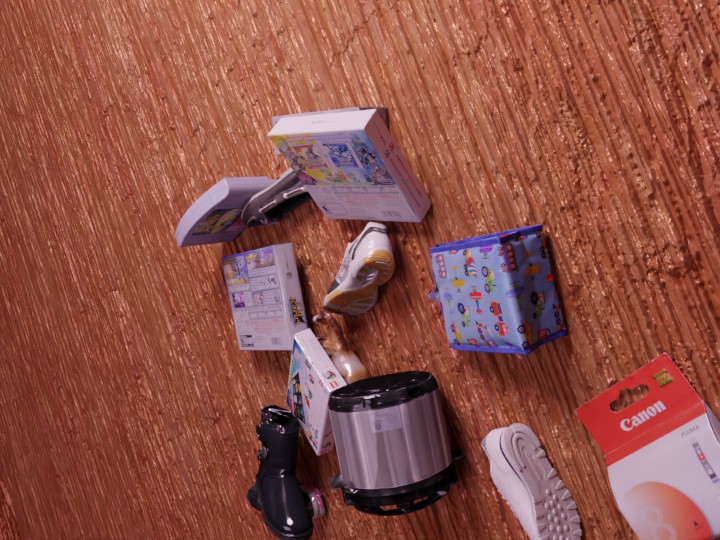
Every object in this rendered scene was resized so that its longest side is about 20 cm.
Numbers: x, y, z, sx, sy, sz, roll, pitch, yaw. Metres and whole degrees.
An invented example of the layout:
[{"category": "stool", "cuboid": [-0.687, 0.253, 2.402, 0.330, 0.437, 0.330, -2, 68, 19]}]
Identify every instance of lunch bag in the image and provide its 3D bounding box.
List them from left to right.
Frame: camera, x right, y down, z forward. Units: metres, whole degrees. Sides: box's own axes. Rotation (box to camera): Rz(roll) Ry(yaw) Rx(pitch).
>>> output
[{"category": "lunch bag", "cuboid": [0.163, 0.032, 1.021, 0.199, 0.093, 0.152, -9, 96, 53]}]

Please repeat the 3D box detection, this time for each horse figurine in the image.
[{"category": "horse figurine", "cuboid": [-0.032, 0.166, 1.239, 0.201, 0.050, 0.133, 63, 146, 12]}]

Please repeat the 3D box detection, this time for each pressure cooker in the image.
[{"category": "pressure cooker", "cuboid": [0.046, 0.265, 1.112, 0.175, 0.178, 0.202, -12, 91, 41]}]

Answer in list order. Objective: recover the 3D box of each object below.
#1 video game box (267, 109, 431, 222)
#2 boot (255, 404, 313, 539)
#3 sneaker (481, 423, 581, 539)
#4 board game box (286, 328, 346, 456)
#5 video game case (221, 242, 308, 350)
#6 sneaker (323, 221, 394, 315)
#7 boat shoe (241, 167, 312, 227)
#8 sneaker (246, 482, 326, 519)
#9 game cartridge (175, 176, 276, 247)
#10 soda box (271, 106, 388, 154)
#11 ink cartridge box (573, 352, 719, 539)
[{"category": "video game box", "cuboid": [-0.017, -0.150, 1.101, 0.199, 0.047, 0.183, 6, 146, 42]}, {"category": "boot", "cuboid": [-0.135, 0.348, 1.299, 0.200, 0.076, 0.170, -138, 49, -58]}, {"category": "sneaker", "cuboid": [0.234, 0.313, 1.028, 0.080, 0.076, 0.202, -40, 67, 53]}, {"category": "board game box", "cuboid": [-0.079, 0.211, 1.266, 0.127, 0.034, 0.201, 53, 149, 32]}, {"category": "video game case", "cuboid": [-0.173, 0.052, 1.347, 0.199, 0.045, 0.183, -8, 95, 53]}, {"category": "sneaker", "cuboid": [0.000, 0.000, 1.183, 0.200, 0.075, 0.088, -49, 36, 49]}, {"category": "boat shoe", "cuboid": [-0.139, -0.115, 1.280, 0.199, 0.067, 0.057, -35, 71, 39]}, {"category": "sneaker", "cuboid": [-0.161, 0.438, 1.411, 0.199, 0.086, 0.081, -14, 88, 45]}, {"category": "game cartridge", "cuboid": [-0.249, -0.103, 1.340, 0.200, 0.132, 0.041, -38, 66, 42]}, {"category": "soda box", "cuboid": [-0.051, -0.219, 1.171, 0.199, 0.068, 0.064, 5, 103, 42]}, {"category": "ink cartridge box", "cuboid": [0.362, 0.226, 0.892, 0.201, 0.050, 0.162, 56, 131, 15]}]
